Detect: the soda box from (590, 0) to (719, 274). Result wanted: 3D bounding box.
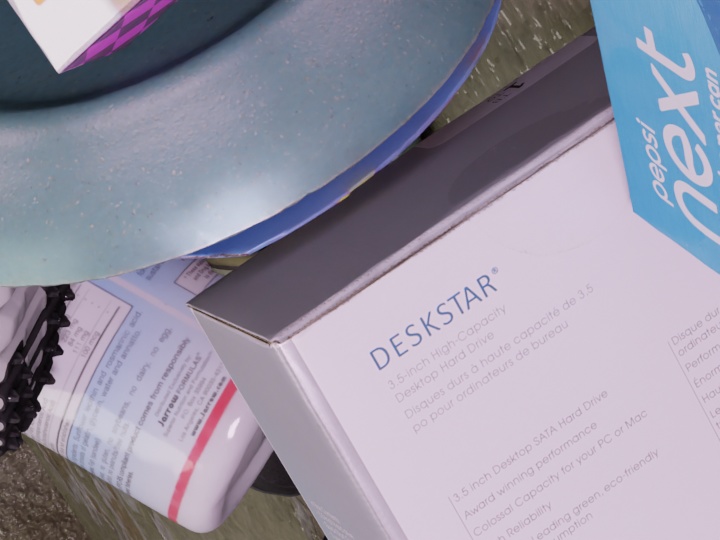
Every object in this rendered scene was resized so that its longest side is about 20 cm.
[{"bbox_3d":[0.085,-0.081,0.456,0.068,0.064,0.200,42,161,41],"label":"soda box"}]

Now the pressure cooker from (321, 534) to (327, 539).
[{"bbox_3d":[0.066,0.139,0.763,0.176,0.178,0.200,62,172,18],"label":"pressure cooker"}]

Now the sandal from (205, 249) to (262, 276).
[{"bbox_3d":[0.000,0.001,0.862,0.201,0.080,0.057,24,143,62],"label":"sandal"}]

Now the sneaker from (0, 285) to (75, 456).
[{"bbox_3d":[-0.162,-0.006,0.842,0.090,0.067,0.200,17,142,11],"label":"sneaker"}]

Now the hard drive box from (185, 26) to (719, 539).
[{"bbox_3d":[0.075,0.053,0.597,0.200,0.156,0.077,61,165,-16],"label":"hard drive box"}]

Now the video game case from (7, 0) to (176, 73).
[{"bbox_3d":[-0.056,-0.174,0.529,0.200,0.036,0.182,-35,89,35],"label":"video game case"}]

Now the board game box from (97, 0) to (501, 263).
[{"bbox_3d":[-0.046,-0.042,0.660,0.199,0.158,0.039,-4,132,30],"label":"board game box"}]

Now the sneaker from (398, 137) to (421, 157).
[{"bbox_3d":[-0.009,-0.074,0.782,0.200,0.118,0.074,-28,66,46],"label":"sneaker"}]

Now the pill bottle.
[{"bbox_3d":[-0.124,0.021,0.970,0.200,0.109,0.109,30,161,7],"label":"pill bottle"}]

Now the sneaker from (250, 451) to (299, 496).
[{"bbox_3d":[-0.050,0.030,1.047,0.082,0.073,0.200,36,147,55],"label":"sneaker"}]

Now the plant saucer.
[{"bbox_3d":[-0.058,-0.076,0.643,0.200,0.200,0.036,37,158,51],"label":"plant saucer"}]
